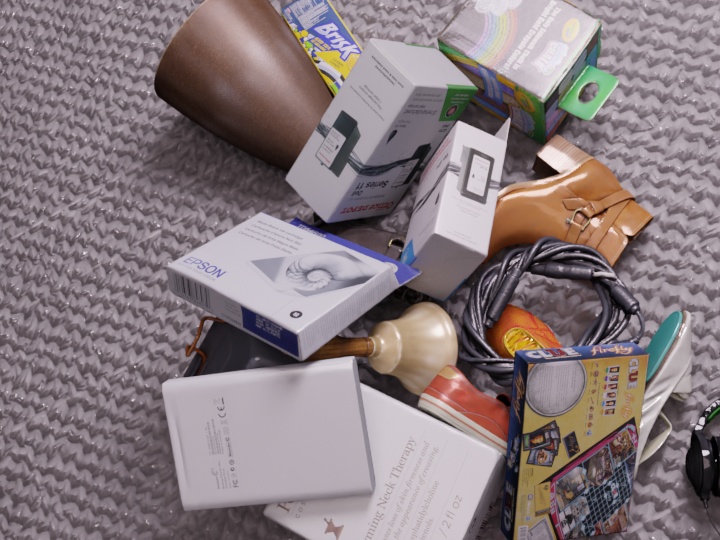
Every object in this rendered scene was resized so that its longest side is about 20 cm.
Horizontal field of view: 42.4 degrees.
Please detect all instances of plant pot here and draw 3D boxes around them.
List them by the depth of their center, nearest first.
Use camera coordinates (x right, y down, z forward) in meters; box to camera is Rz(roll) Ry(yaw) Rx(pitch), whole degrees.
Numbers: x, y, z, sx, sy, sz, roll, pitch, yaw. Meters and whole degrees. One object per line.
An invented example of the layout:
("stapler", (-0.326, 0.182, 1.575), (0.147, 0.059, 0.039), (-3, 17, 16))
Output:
("plant pot", (-0.123, -0.223, 1.168), (0.200, 0.187, 0.187), (42, 87, 5))

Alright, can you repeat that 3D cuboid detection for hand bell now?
("hand bell", (-0.001, 0.079, 0.980), (0.103, 0.198, 0.106), (-8, 79, 48))

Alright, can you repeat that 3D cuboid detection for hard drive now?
("hard drive", (-0.092, 0.163, 0.923), (0.197, 0.026, 0.134), (-8, 96, 11))

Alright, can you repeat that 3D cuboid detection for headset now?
("headset", (0.396, 0.228, 0.982), (0.122, 0.094, 0.201), (26, 67, 22))

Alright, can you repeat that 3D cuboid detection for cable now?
("cable", (0.192, 0.043, 1.000), (0.198, 0.051, 0.165), (-22, 59, -2))

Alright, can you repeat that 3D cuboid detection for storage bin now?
("storage bin", (-0.121, 0.121, 1.020), (0.144, 0.135, 0.201), (25, 116, -18))

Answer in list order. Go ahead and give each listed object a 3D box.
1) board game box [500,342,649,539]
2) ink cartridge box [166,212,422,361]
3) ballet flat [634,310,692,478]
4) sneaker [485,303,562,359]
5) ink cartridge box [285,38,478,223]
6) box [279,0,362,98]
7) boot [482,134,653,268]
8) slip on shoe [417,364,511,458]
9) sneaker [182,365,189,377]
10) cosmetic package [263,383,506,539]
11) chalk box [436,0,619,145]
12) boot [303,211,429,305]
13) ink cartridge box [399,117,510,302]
("board game box", (0.217, 0.177, 0.948), (0.133, 0.035, 0.203), (-2, 107, -14))
("ink cartridge box", (-0.067, -0.002, 0.982), (0.198, 0.041, 0.199), (22, 39, 33))
("ballet flat", (0.321, 0.142, 1.020), (0.069, 0.069, 0.201), (31, 87, 19))
("sneaker", (0.202, 0.098, 1.040), (0.073, 0.077, 0.200), (-44, 57, -2))
("ink cartridge box", (0.023, -0.158, 1.081), (0.083, 0.146, 0.201), (47, 121, 20))
("box", (-0.025, -0.263, 1.199), (0.064, 0.070, 0.201), (-31, 70, 1))
("boot", (0.228, -0.043, 1.089), (0.200, 0.077, 0.155), (-44, 74, -10))
("slip on shoe", (0.154, 0.166, 1.001), (0.199, 0.074, 0.062), (32, 79, -16))
("sneaker", (-0.128, 0.087, 1.134), (0.198, 0.076, 0.078), (-28, 50, 2))
("cosmetic package", (0.035, 0.234, 0.998), (0.198, 0.166, 0.169), (23, 81, 18))
("chalk box", (0.210, -0.247, 1.116), (0.199, 0.124, 0.125), (36, 84, 18))
("boot", (0.000, 0.000, 1.093), (0.172, 0.070, 0.201), (23, 51, 18))
("ink cartridge box", (0.107, -0.083, 1.061), (0.067, 0.116, 0.202), (22, 57, -10))
